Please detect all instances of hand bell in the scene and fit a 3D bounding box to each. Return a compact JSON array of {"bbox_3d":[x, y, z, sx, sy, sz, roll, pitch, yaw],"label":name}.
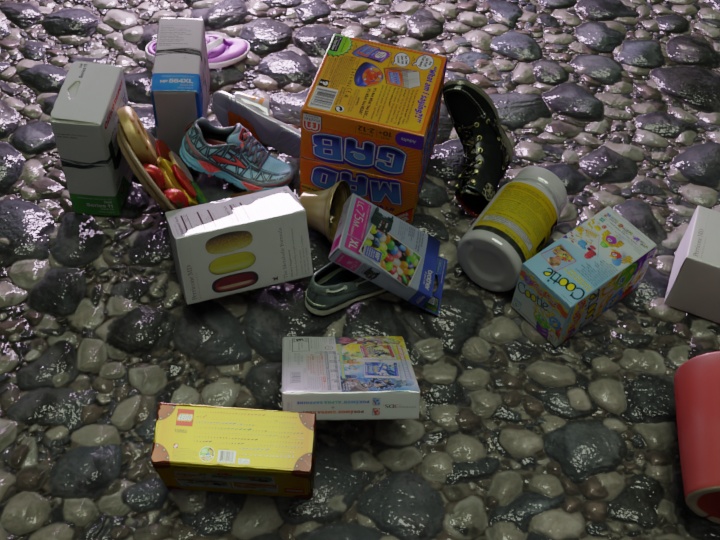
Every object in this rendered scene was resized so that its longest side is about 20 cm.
[{"bbox_3d":[-0.123,-0.107,1.550,0.197,0.105,0.105,9,49,18],"label":"hand bell"}]

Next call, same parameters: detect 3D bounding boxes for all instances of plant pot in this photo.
[{"bbox_3d":[0.509,0.231,1.254,0.197,0.201,0.179,13,59,6],"label":"plant pot"}]

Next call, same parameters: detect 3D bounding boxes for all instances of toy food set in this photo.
[{"bbox_3d":[-0.317,-0.163,1.508,0.048,0.198,0.201,-34,86,4],"label":"toy food set"}]

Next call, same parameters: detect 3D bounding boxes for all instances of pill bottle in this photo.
[{"bbox_3d":[0.247,-0.071,1.517,0.113,0.115,0.200,28,54,18],"label":"pill bottle"}]

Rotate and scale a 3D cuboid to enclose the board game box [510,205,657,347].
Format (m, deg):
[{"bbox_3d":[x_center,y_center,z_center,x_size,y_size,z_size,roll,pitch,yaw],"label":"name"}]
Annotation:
[{"bbox_3d":[0.343,0.008,1.467,0.199,0.104,0.105,-30,59,-26],"label":"board game box"}]

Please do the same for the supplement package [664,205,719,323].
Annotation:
[{"bbox_3d":[0.594,0.008,1.476,0.197,0.121,0.122,19,52,12],"label":"supplement package"}]

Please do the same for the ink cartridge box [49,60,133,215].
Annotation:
[{"bbox_3d":[-0.422,-0.210,1.523,0.082,0.201,0.148,5,51,1],"label":"ink cartridge box"}]

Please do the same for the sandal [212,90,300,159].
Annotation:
[{"bbox_3d":[-0.165,-0.261,1.671,0.205,0.080,0.060,27,52,6],"label":"sandal"}]

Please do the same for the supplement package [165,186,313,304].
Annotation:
[{"bbox_3d":[-0.184,-0.040,1.441,0.197,0.115,0.110,-14,28,-14],"label":"supplement package"}]

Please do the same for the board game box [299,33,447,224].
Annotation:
[{"bbox_3d":[0.021,-0.234,1.577,0.197,0.201,0.202,13,50,7],"label":"board game box"}]

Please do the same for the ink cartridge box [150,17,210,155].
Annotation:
[{"bbox_3d":[-0.311,-0.322,1.658,0.083,0.147,0.202,-1,51,-3],"label":"ink cartridge box"}]

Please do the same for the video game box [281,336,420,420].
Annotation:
[{"bbox_3d":[-0.018,0.144,1.305,0.179,0.048,0.200,-2,17,-3],"label":"video game box"}]

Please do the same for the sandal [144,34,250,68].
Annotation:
[{"bbox_3d":[-0.309,-0.423,1.803,0.199,0.050,0.083,-6,52,-10],"label":"sandal"}]

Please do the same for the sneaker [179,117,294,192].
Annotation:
[{"bbox_3d":[-0.200,-0.193,1.580,0.197,0.096,0.080,16,43,-9],"label":"sneaker"}]

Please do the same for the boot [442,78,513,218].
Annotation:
[{"bbox_3d":[0.187,-0.200,1.581,0.073,0.204,0.155,-8,47,34],"label":"boot"}]

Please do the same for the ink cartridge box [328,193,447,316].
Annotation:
[{"bbox_3d":[0.054,-0.024,1.463,0.198,0.042,0.120,29,48,-17],"label":"ink cartridge box"}]

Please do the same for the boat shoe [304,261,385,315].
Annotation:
[{"bbox_3d":[0.000,0.000,1.474,0.198,0.062,0.073,-28,55,-26],"label":"boat shoe"}]

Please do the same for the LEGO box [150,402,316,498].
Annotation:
[{"bbox_3d":[-0.155,0.232,1.209,0.197,0.149,0.078,4,65,-2],"label":"LEGO box"}]
